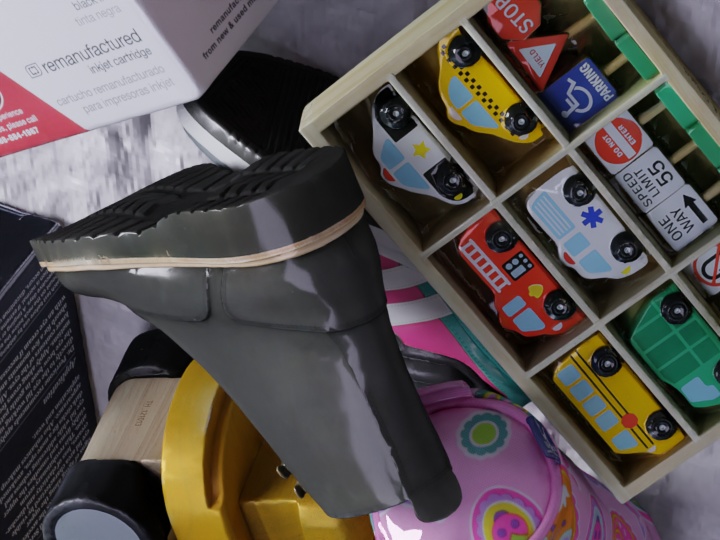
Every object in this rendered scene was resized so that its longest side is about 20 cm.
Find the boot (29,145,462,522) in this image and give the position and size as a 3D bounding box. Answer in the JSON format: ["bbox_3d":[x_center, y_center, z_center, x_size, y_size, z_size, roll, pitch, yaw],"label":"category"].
[{"bbox_3d":[-0.050,0.033,0.960,0.200,0.077,0.139,-1,115,60],"label":"boot"}]

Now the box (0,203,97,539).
[{"bbox_3d":[-0.220,0.060,1.222,0.147,0.105,0.201,18,138,20],"label":"box"}]

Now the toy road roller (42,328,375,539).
[{"bbox_3d":[-0.046,0.128,1.160,0.145,0.123,0.201,-2,129,22],"label":"toy road roller"}]

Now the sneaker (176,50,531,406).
[{"bbox_3d":[0.000,0.000,1.030,0.199,0.084,0.121,31,131,3],"label":"sneaker"}]

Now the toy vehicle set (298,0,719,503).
[{"bbox_3d":[0.088,-0.020,0.936,0.124,0.027,0.200,-37,107,15],"label":"toy vehicle set"}]

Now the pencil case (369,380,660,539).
[{"bbox_3d":[0.067,0.107,1.021,0.087,0.088,0.200,13,167,25],"label":"pencil case"}]

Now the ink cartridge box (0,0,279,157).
[{"bbox_3d":[-0.143,-0.155,0.968,0.144,0.084,0.201,-12,121,43],"label":"ink cartridge box"}]
